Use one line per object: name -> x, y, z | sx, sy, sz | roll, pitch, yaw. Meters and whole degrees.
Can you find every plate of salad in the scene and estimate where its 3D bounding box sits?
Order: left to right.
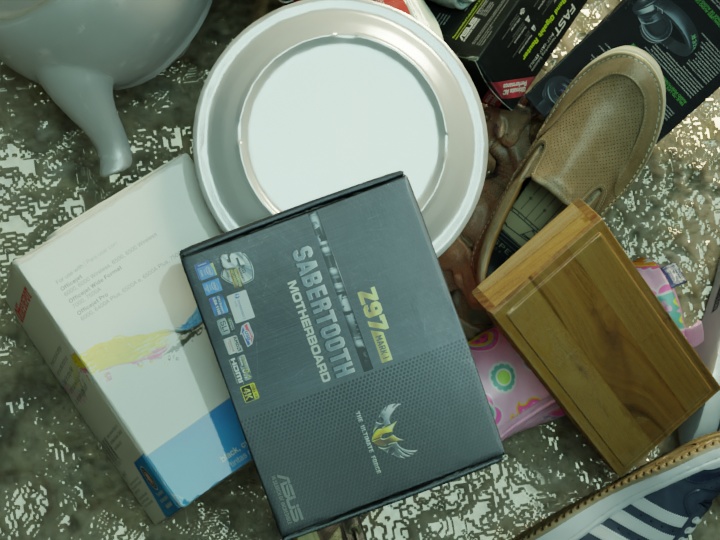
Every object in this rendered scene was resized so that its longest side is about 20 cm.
plate of salad -> -0.014, -0.084, 1.550 | 0.199, 0.048, 0.201 | 1, 81, -7

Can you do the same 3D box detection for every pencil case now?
pencil case -> 0.147, 0.063, 1.680 | 0.199, 0.087, 0.088 | -24, 85, -14

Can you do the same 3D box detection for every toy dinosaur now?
toy dinosaur -> 0.076, -0.035, 1.690 | 0.200, 0.086, 0.136 | -44, 81, -1

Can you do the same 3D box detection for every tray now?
tray -> 0.167, 0.050, 1.607 | 0.099, 0.037, 0.200 | -41, 130, -1

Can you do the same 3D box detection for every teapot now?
teapot -> -0.172, -0.204, 1.636 | 0.200, 0.198, 0.146 | -45, 129, 7

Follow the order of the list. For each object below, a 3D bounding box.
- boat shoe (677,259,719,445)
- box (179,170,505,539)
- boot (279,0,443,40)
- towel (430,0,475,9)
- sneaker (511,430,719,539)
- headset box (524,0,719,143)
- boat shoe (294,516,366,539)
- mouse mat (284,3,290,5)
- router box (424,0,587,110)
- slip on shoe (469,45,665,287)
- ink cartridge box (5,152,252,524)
boat shoe -> 0.291, 0.046, 1.724 | 0.067, 0.072, 0.201 | 21, 70, -7
box -> -0.012, 0.054, 1.495 | 0.157, 0.051, 0.201 | -19, 94, -4
boot -> -0.024, -0.175, 1.590 | 0.144, 0.072, 0.201 | -14, 83, -41
towel -> 0.061, -0.285, 1.682 | 0.171, 0.200, 0.048 | -48, 135, -10
sneaker -> 0.212, 0.197, 1.651 | 0.199, 0.070, 0.109 | -30, 87, 15
headset box -> 0.223, -0.164, 1.659 | 0.200, 0.174, 0.093 | -43, 90, 22
boat shoe -> 0.009, 0.256, 1.622 | 0.065, 0.073, 0.201 | -23, 85, -10
mouse mat -> -0.101, -0.283, 1.636 | 0.008, 0.200, 0.162 | -27, 51, 22
router box -> 0.096, -0.222, 1.689 | 0.200, 0.149, 0.062 | -55, 135, -15
slip on shoe -> 0.140, -0.063, 1.582 | 0.076, 0.061, 0.200 | 39, 107, 4
ink cartridge box -> -0.131, 0.049, 1.593 | 0.144, 0.147, 0.200 | -34, 88, -15
